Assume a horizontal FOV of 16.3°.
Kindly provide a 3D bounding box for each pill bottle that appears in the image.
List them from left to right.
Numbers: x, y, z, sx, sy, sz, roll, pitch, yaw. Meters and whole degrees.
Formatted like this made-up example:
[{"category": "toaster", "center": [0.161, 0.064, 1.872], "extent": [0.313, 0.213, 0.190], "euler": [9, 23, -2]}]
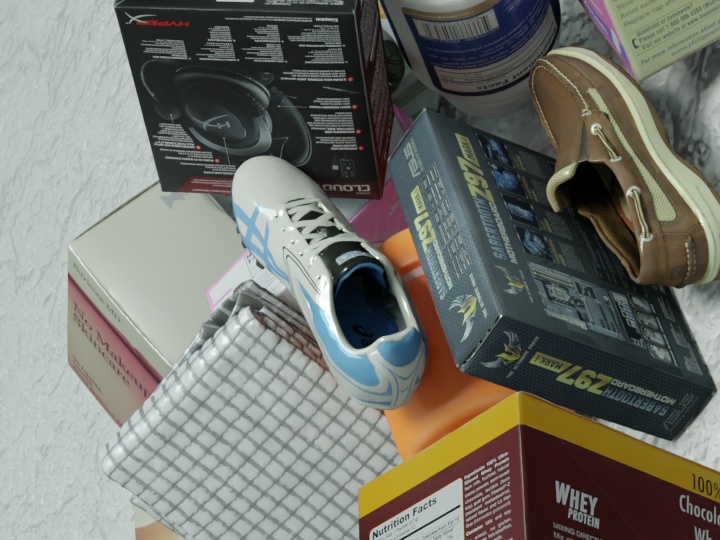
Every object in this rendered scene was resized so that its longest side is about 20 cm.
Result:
[{"category": "pill bottle", "center": [0.071, -0.178, 1.634], "extent": [0.111, 0.200, 0.111], "euler": [-5, 68, 11]}]

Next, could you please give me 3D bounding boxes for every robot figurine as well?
[{"category": "robot figurine", "center": [0.062, 0.054, 1.571], "extent": [0.117, 0.144, 0.200], "euler": [-36, 56, 27]}]

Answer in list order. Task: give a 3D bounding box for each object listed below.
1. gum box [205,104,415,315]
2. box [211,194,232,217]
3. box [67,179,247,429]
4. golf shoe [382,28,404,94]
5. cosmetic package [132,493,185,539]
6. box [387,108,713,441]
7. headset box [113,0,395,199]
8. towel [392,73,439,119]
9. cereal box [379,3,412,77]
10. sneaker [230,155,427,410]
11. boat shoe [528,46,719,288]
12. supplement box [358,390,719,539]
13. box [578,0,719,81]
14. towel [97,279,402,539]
[{"category": "gum box", "center": [0.000, 0.000, 1.691], "extent": [0.200, 0.113, 0.066], "euler": [-44, 35, 16]}, {"category": "box", "center": [-0.051, -0.133, 1.873], "extent": [0.124, 0.097, 0.200], "euler": [-36, 35, 43]}, {"category": "box", "center": [-0.137, 0.041, 1.832], "extent": [0.128, 0.109, 0.200], "euler": [48, 158, 18]}, {"category": "golf shoe", "center": [-0.036, -0.172, 1.692], "extent": [0.200, 0.088, 0.077], "euler": [23, 137, 38]}, {"category": "cosmetic package", "center": [-0.101, 0.214, 1.777], "extent": [0.103, 0.087, 0.200], "euler": [-39, 50, 49]}, {"category": "box", "center": [0.110, 0.001, 1.497], "extent": [0.051, 0.158, 0.200], "euler": [-54, 33, 27]}, {"category": "headset box", "center": [-0.061, -0.123, 1.575], "extent": [0.200, 0.149, 0.077], "euler": [79, -164, -54]}, {"category": "towel", "center": [0.015, -0.077, 1.838], "extent": [0.149, 0.031, 0.200], "euler": [-33, 37, 47]}, {"category": "cereal box", "center": [-0.022, -0.178, 1.775], "extent": [0.200, 0.040, 0.144], "euler": [-33, 51, -10]}, {"category": "sneaker", "center": [-0.016, -0.005, 1.521], "extent": [0.200, 0.072, 0.073], "euler": [56, 146, 33]}, {"category": "boat shoe", "center": [0.144, -0.065, 1.506], "extent": [0.202, 0.075, 0.075], "euler": [53, 150, 43]}, {"category": "supplement box", "center": [0.116, 0.202, 1.311], "extent": [0.133, 0.197, 0.200], "euler": [-35, 44, 41]}, {"category": "box", "center": [0.147, -0.249, 1.526], "extent": [0.097, 0.200, 0.176], "euler": [-28, 37, 1]}, {"category": "towel", "center": [-0.051, 0.119, 1.645], "extent": [0.166, 0.200, 0.086], "euler": [-48, 16, 19]}]
